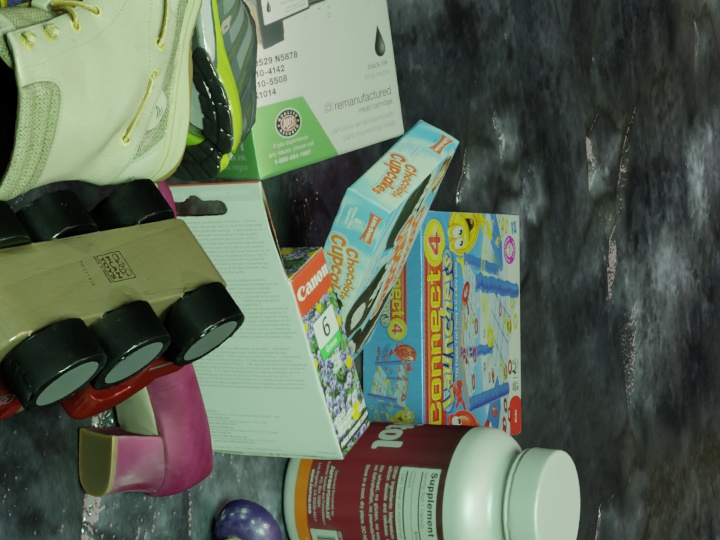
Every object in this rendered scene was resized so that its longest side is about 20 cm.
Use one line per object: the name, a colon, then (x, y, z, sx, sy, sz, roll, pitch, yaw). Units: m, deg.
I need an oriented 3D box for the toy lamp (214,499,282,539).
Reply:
toy lamp: (-0.118, 0.212, 0.971, 0.200, 0.058, 0.059, -41, 125, -55)

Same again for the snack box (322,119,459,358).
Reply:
snack box: (0.000, 0.000, 1.097, 0.116, 0.037, 0.201, -47, 165, -50)

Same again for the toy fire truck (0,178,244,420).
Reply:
toy fire truck: (-0.175, 0.067, 0.821, 0.129, 0.200, 0.176, 54, 30, 12)

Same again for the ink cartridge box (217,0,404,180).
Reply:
ink cartridge box: (-0.058, -0.174, 1.024, 0.146, 0.084, 0.201, -22, 110, -43)

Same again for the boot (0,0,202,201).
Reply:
boot: (-0.150, -0.137, 0.794, 0.154, 0.072, 0.201, -17, 112, -60)

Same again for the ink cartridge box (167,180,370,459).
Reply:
ink cartridge box: (-0.071, 0.025, 1.002, 0.050, 0.108, 0.201, -47, 129, -50)

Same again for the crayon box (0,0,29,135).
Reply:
crayon box: (-0.189, -0.125, 0.854, 0.200, 0.051, 0.127, -4, 93, -60)

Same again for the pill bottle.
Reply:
pill bottle: (0.053, 0.168, 1.129, 0.113, 0.199, 0.114, 1, 89, -61)

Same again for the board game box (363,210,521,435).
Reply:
board game box: (0.072, 0.049, 1.311, 0.196, 0.056, 0.201, -2, 92, -61)

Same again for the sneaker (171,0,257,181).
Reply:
sneaker: (-0.100, -0.158, 0.907, 0.081, 0.073, 0.201, -48, 137, -65)

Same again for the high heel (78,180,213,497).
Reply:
high heel: (-0.118, 0.042, 0.952, 0.096, 0.067, 0.201, 0, 95, -51)
